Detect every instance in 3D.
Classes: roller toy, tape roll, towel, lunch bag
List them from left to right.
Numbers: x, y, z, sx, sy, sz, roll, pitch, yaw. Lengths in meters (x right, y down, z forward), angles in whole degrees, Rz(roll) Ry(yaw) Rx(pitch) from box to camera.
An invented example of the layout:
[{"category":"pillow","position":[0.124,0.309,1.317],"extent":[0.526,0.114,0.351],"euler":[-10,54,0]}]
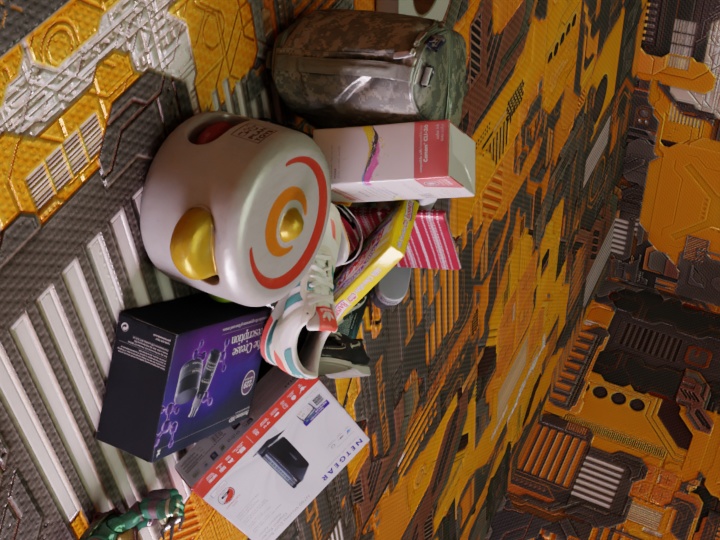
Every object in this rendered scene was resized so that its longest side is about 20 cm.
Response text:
[{"category":"roller toy","position":[-0.119,-0.063,1.045],"extent":[0.184,0.139,0.200],"euler":[-68,153,-9]},{"category":"lunch bag","position":[0.013,-0.224,1.175],"extent":[0.168,0.199,0.141],"euler":[-14,111,-65]},{"category":"towel","position":[0.027,-0.046,1.359],"extent":[0.145,0.198,0.023],"euler":[63,35,-59]},{"category":"tape roll","position":[0.081,-0.408,1.426],"extent":[0.203,0.037,0.204],"euler":[-51,150,-45]}]

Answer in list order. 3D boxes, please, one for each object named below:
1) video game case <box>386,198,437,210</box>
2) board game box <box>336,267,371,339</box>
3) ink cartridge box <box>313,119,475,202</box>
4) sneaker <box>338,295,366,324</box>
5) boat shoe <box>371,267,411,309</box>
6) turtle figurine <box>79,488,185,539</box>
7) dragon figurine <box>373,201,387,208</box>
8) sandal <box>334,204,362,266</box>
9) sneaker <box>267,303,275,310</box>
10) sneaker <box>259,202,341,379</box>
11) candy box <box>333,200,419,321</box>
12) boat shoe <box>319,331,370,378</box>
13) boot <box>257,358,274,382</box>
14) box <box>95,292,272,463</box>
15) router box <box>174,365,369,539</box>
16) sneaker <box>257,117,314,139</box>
[{"category":"video game case","position":[0.056,-0.152,1.344],"extent":[0.200,0.023,0.184],"euler":[115,-39,-67]},{"category":"board game box","position":[-0.016,0.019,1.532],"extent":[0.135,0.028,0.201],"euler":[16,92,-69]},{"category":"ink cartridge box","position":[0.021,-0.120,1.166],"extent":[0.116,0.198,0.068],"euler":[17,72,-68]},{"category":"sneaker","position":[-0.071,0.069,1.379],"extent":[0.199,0.074,0.080],"euler":[-24,161,-48]},{"category":"boat shoe","position":[0.060,-0.027,1.641],"extent":[0.066,0.069,0.201],"euler":[133,-26,-60]},{"category":"turtle figurine","position":[-0.245,0.293,1.088],"extent":[0.150,0.100,0.200],"euler":[-58,174,2]},{"category":"dragon figurine","position":[0.061,-0.166,1.535],"extent":[0.100,0.058,0.201],"euler":[61,47,-63]},{"category":"sandal","position":[-0.031,-0.046,1.278],"extent":[0.207,0.059,0.080],"euler":[170,-95,-76]},{"category":"sneaker","position":[-0.086,0.012,1.230],"extent":[0.076,0.084,0.201],"euler":[-9,126,-24]},{"category":"sneaker","position":[-0.048,0.025,1.139],"extent":[0.070,0.093,0.201],"euler":[10,102,-38]},{"category":"candy box","position":[0.000,0.000,1.280],"extent":[0.200,0.026,0.103],"euler":[-46,-161,39]},{"category":"boat shoe","position":[-0.035,0.114,1.429],"extent":[0.200,0.073,0.061],"euler":[21,61,-67]},{"category":"boot","position":[-0.111,0.191,1.399],"extent":[0.174,0.069,0.201],"euler":[-14,126,-69]},{"category":"box","position":[-0.186,0.108,1.119],"extent":[0.200,0.078,0.142],"euler":[-15,123,-65]},{"category":"router box","position":[-0.105,0.227,1.290],"extent":[0.200,0.049,0.180],"euler":[-45,134,-9]},{"category":"sneaker","position":[-0.077,-0.119,1.220],"extent":[0.081,0.073,0.200],"euler":[-66,156,-3]}]
